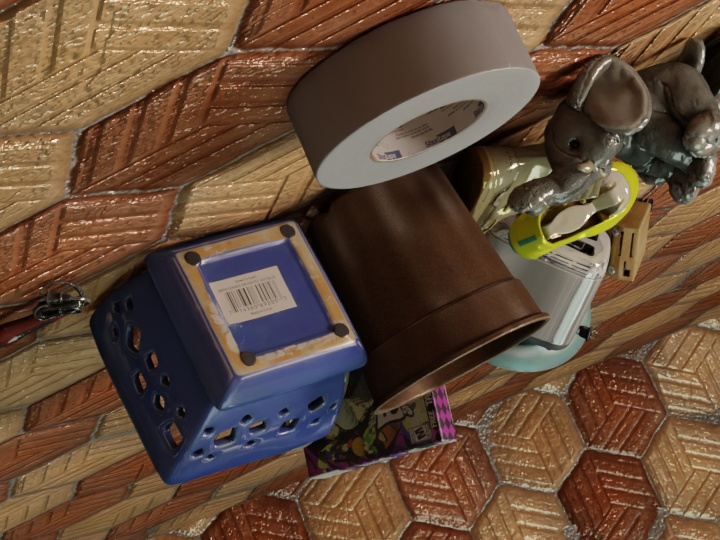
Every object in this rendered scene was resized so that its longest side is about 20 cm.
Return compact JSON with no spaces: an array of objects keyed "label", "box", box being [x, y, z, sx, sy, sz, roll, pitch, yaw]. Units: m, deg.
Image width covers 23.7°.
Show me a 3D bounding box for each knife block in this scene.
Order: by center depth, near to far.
[{"label":"knife block","box":[0.325,-0.049,2.077,0.175,0.064,0.200,-6,-162,-30]}]

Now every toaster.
[{"label":"toaster","box":[0.201,0.000,1.970,0.114,0.199,0.129,-63,178,-55]}]

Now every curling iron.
[{"label":"curling iron","box":[-0.341,0.056,1.605,0.199,0.026,0.050,-23,147,19]}]

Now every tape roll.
[{"label":"tape roll","box":[0.043,-0.141,1.395,0.200,0.066,0.200,-23,167,-6]}]

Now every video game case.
[{"label":"video game case","box":[0.003,0.108,1.850,0.181,0.201,0.036,-19,167,33]}]

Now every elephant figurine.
[{"label":"elephant figurine","box":[0.239,-0.139,1.649,0.199,0.155,0.142,5,123,-11]}]

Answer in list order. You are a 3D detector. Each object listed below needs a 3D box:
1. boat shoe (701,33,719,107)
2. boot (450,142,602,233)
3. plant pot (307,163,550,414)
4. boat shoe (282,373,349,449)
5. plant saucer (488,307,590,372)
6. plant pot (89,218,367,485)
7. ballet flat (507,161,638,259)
[{"label":"boat shoe","box":[0.342,-0.184,1.757,0.065,0.072,0.200,7,143,-39]},{"label":"boot","box":[0.167,-0.082,1.814,0.155,0.073,0.200,-10,158,-16]},{"label":"plant pot","box":[0.055,0.010,1.705,0.200,0.199,0.200,-28,171,-5]},{"label":"boat shoe","box":[-0.054,0.093,1.820,0.073,0.063,0.201,-7,120,-43]},{"label":"plant saucer","box":[0.187,0.028,2.056,0.200,0.201,0.027,-18,155,-25]},{"label":"plant pot","box":[-0.122,0.067,1.671,0.199,0.200,0.180,-15,158,-32]},{"label":"ballet flat","box":[0.250,-0.069,1.892,0.200,0.067,0.067,-28,-179,-29]}]
